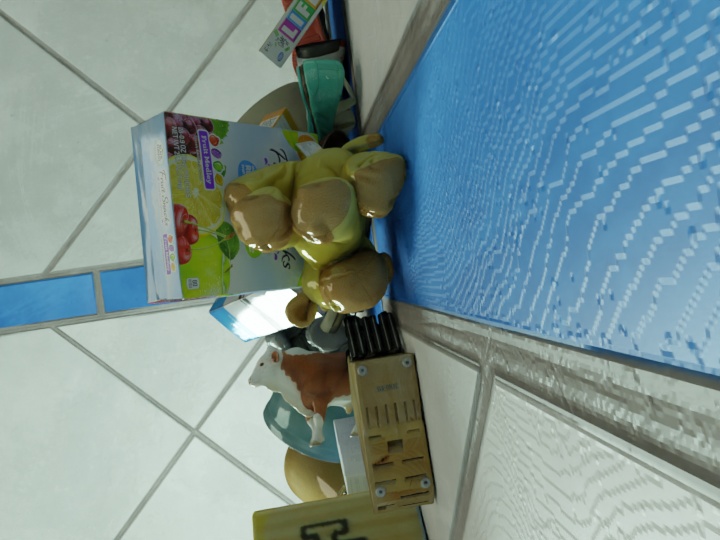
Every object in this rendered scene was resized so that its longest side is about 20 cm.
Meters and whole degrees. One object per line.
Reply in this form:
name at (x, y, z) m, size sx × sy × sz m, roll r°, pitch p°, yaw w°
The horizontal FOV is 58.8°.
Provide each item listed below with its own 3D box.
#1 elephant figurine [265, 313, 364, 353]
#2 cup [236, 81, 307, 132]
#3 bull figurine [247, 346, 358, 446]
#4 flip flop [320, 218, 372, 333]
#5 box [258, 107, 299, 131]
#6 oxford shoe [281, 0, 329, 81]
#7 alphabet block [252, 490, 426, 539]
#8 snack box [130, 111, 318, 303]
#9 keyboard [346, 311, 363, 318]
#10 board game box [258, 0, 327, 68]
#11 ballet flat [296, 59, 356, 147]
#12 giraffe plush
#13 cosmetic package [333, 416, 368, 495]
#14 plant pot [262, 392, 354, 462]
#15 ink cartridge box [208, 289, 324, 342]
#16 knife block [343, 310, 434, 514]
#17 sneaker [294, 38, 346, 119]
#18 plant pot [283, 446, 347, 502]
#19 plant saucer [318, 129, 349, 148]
elephant figurine at (-0.041, 0.115, 1.008) m, size 0.142 × 0.197 × 0.157 m, roll -56°, pitch -30°, yaw -60°
cup at (-0.108, -0.221, 1.050) m, size 0.201 × 0.197 × 0.145 m, roll 95°, pitch -167°, yaw -65°
bull figurine at (-0.039, 0.149, 0.789) m, size 0.065 × 0.197 × 0.123 m, roll -27°, pitch 69°, yaw 54°
flip flop at (-0.023, -0.027, 0.751) m, size 0.081 × 0.057 × 0.203 m, roll 97°, pitch -171°, yaw -78°
box at (-0.108, -0.098, 0.789) m, size 0.120 × 0.041 × 0.201 m, roll 60°, pitch -146°, yaw -32°
oxford shoe at (-0.075, -0.383, 1.058) m, size 0.073 × 0.070 × 0.203 m, roll -45°, pitch -50°, yaw -61°
alphabet block at (-0.014, 0.397, 0.747) m, size 0.198 × 0.197 × 0.197 m, roll -105°, pitch 9°, yaw -49°
snack box at (-0.123, -0.061, 0.653) m, size 0.199 × 0.067 × 0.172 m, roll -6°, pitch -91°, yaw -51°
keyboard at (0.000, 0.000, 0.966) m, size 0.201 × 0.039 × 0.105 m, roll -107°, pitch 34°, yaw -64°
board game box at (-0.085, -0.343, 0.861) m, size 0.135 × 0.034 × 0.200 m, roll -52°, pitch 18°, yaw 10°
ballet flat at (-0.039, -0.202, 0.825) m, size 0.200 × 0.069 × 0.068 m, roll 92°, pitch 170°, yaw -74°
giraffe plush at (-0.029, -0.026, 0.618) m, size 0.201 × 0.170 × 0.164 m, roll -90°, pitch -12°, yaw -66°
cosmetic package at (0.011, 0.262, 0.904) m, size 0.200 × 0.081 × 0.051 m, roll -130°, pitch 30°, yaw -81°
plant pot at (-0.057, 0.221, 1.122) m, size 0.200 × 0.198 × 0.136 m, roll -116°, pitch 46°, yaw -72°
ink cartridge box at (-0.116, 0.010, 0.949) m, size 0.086 × 0.199 × 0.148 m, roll 45°, pitch -130°, yaw -24°
knife block at (0.023, 0.145, 0.709) m, size 0.176 × 0.063 × 0.203 m, roll 114°, pitch 148°, yaw -81°
sneaker at (-0.049, -0.254, 0.881) m, size 0.202 × 0.066 × 0.110 m, roll -106°, pitch 8°, yaw -75°
plant pot at (-0.039, 0.413, 1.258) m, size 0.200 × 0.184 × 0.190 m, roll -163°, pitch 64°, yaw -69°
plant saucer at (-0.044, -0.079, 0.827) m, size 0.200 × 0.036 × 0.204 m, roll 3°, pitch -90°, yaw -75°
